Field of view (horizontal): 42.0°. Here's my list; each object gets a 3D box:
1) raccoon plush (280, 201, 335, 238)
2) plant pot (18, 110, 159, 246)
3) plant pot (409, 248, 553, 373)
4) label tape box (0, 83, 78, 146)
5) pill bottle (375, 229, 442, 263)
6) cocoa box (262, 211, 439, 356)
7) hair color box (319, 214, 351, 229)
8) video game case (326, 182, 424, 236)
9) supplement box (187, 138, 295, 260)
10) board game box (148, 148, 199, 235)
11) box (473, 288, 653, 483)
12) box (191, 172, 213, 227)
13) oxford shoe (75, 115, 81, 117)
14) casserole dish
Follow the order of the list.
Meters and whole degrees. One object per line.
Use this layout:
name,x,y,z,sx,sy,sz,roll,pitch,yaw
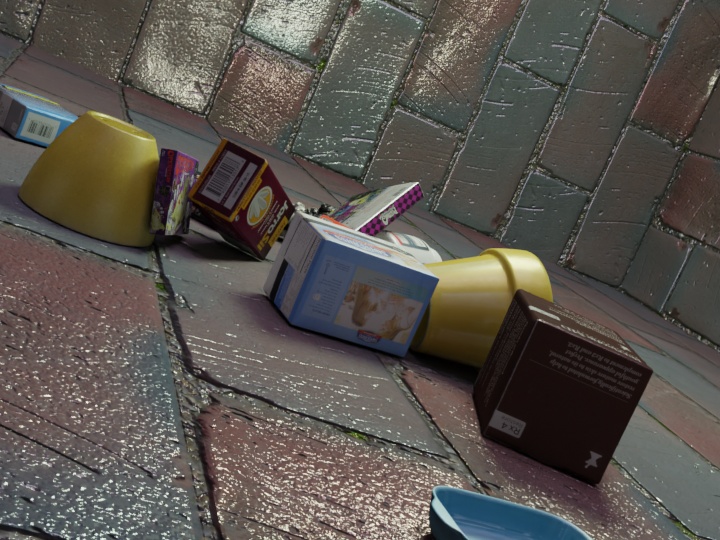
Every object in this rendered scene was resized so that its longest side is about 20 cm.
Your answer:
raccoon plush,-0.091,-0.059,1.853,0.133,0.097,0.201,14,-31,44
plant pot,-0.365,-0.141,1.336,0.198,0.143,0.200,23,10,-4
plant pot,0.168,0.064,1.451,0.186,0.204,0.201,3,16,-19
label tape box,-0.612,-0.287,1.749,0.199,0.067,0.142,29,10,40
pill bottle,0.071,-0.008,1.748,0.119,0.121,0.199,30,11,31
cocoa box,-0.014,0.020,1.350,0.198,0.135,0.131,18,12,-29
hair color box,0.000,0.000,1.556,0.198,0.102,0.061,27,39,18
video game case,-0.008,-0.091,1.699,0.180,0.036,0.200,-7,25,47
supplement box,-0.186,-0.109,1.506,0.085,0.111,0.200,28,-11,17
board game box,-0.275,-0.113,1.394,0.032,0.122,0.200,5,3,-1
box,0.260,0.147,1.251,0.164,0.166,0.200,23,10,-2
box,-0.287,-0.132,1.763,0.197,0.050,0.200,26,11,17
oxford shoe,-0.484,-0.242,1.805,0.198,0.072,0.071,26,14,1
casserole dish,0.141,0.246,0.819,0.198,0.039,0.121,19,11,-24
